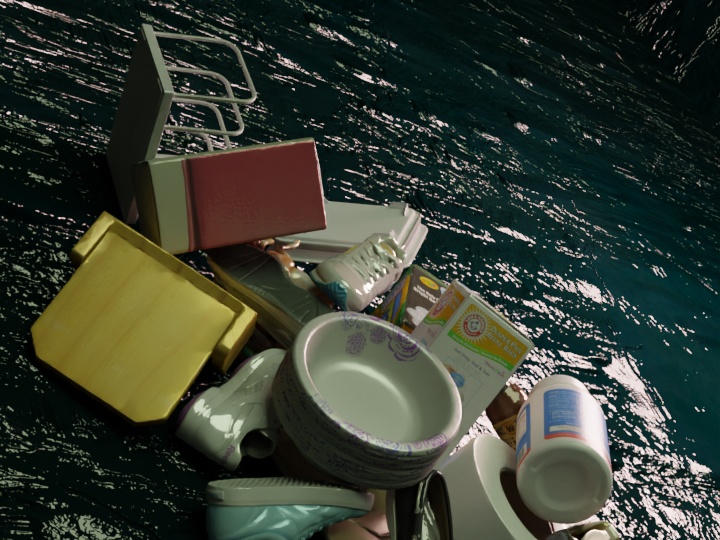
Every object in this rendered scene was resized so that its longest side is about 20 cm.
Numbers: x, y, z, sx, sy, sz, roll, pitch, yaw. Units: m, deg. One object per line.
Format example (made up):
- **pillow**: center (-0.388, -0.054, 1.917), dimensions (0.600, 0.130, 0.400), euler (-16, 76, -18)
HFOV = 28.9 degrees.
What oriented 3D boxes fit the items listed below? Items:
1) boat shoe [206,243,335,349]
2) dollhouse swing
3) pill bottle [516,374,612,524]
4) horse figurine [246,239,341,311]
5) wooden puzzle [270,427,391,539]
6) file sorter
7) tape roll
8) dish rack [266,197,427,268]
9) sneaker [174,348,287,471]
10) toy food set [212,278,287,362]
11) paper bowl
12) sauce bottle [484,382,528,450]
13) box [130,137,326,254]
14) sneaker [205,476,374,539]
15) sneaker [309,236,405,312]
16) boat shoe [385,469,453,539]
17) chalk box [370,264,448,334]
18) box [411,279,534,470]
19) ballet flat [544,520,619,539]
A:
- **boat shoe**: center (-0.107, 0.037, 1.622), dimensions (0.201, 0.065, 0.074), euler (35, 38, 26)
- **dollhouse swing**: center (-0.242, 0.070, 1.518), dimensions (0.199, 0.177, 0.182), euler (32, -13, 1)
- **pill bottle**: center (0.243, 0.206, 1.680), dimensions (0.112, 0.112, 0.200), euler (35, 23, -8)
- **horse figurine**: center (-0.077, 0.011, 1.715), dimensions (0.200, 0.050, 0.133), euler (41, 22, -4)
- **wooden puzzle**: center (-0.010, 0.248, 1.568), dimensions (0.184, 0.037, 0.200), euler (-1, 43, -52)
- **file sorter**: center (-0.223, -0.174, 1.721), dimensions (0.124, 0.201, 0.139), euler (4, 41, -26)
- **tape roll**: center (0.170, 0.294, 1.634), dimensions (0.202, 0.071, 0.203), euler (45, 19, -20)
- **dish rack**: center (-0.017, -0.057, 1.891), dimensions (0.198, 0.044, 0.172), euler (5, 25, 13)
- **sneaker**: center (-0.117, 0.156, 1.523), dimensions (0.099, 0.075, 0.200), euler (38, 35, 11)
- **toy food set**: center (-0.103, 0.067, 1.704), dimensions (0.197, 0.049, 0.201), euler (29, 29, -19)
- **paper bowl**: center (0.000, 0.149, 1.499), dimensions (0.199, 0.105, 0.202), euler (19, 38, -15)
- **sauce bottle**: center (0.202, 0.197, 1.811), dimensions (0.201, 0.064, 0.065), euler (55, 24, -14)
- **box**: center (-0.154, -0.085, 1.621), dimensions (0.198, 0.110, 0.128), euler (-10, 5, -17)
- **sneaker**: center (-0.075, 0.257, 1.432), dimensions (0.199, 0.083, 0.074), euler (6, 0, -33)
- **sneaker**: center (0.000, 0.000, 1.671), dimensions (0.077, 0.081, 0.200), euler (47, 15, 2)
- **boat shoe**: center (0.072, 0.311, 1.479), dimensions (0.074, 0.060, 0.202), euler (23, 54, -43)
- **chalk box**: center (0.078, 0.089, 1.819), dimensions (0.124, 0.124, 0.200), euler (34, 26, -9)
- **box**: center (0.098, 0.124, 1.653), dimensions (0.101, 0.200, 0.113), euler (37, 4, -11)
- **ballet flat**: center (0.261, 0.317, 1.590), dimensions (0.072, 0.072, 0.200), euler (49, 17, 19)
